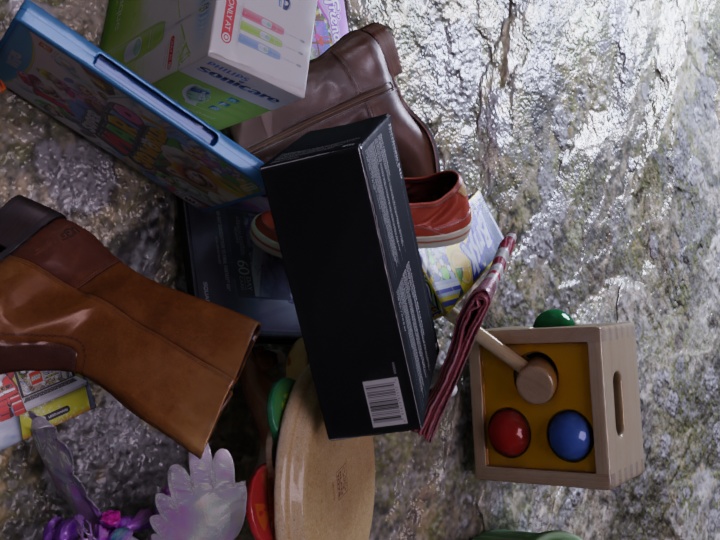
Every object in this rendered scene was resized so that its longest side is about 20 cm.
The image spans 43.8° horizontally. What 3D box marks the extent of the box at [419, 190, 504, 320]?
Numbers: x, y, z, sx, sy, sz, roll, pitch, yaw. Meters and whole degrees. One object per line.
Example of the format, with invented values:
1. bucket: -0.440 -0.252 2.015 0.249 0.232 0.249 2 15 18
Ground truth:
1. box: 0.079 -0.012 0.882 0.071 0.064 0.200 60 32 -6

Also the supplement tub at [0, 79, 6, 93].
1. supplement tub: -0.320 -0.172 0.552 0.123 0.121 0.202 -48 116 -33

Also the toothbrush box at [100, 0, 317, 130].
1. toothbrush box: -0.120 -0.192 0.680 0.085 0.198 0.149 16 76 -39

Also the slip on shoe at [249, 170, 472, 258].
1. slip on shoe: 0.001 -0.051 0.770 0.195 0.075 0.062 -7 122 -7

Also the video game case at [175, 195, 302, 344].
1. video game case: -0.064 -0.005 0.791 0.196 0.019 0.146 5 63 -36

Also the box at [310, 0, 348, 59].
1. box: -0.066 -0.188 0.832 0.135 0.039 0.205 -12 94 -42

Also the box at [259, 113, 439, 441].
1. box: 0.000 0.000 0.670 0.141 0.077 0.205 -54 133 -68

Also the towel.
1. towel: 0.099 0.050 0.815 0.200 0.022 0.147 -46 159 -67

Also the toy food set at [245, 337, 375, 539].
1. toy food set: -0.036 0.167 0.713 0.198 0.047 0.205 -57 141 -61

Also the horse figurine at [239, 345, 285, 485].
1. horse figurine: -0.056 0.172 0.799 0.130 0.050 0.205 11 82 -33

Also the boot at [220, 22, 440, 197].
1. boot: -0.026 -0.103 0.798 0.199 0.064 0.190 -35 109 -34

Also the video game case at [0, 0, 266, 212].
1. video game case: -0.168 -0.108 0.649 0.198 0.142 0.018 34 72 -25

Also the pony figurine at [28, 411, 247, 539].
1. pony figurine: -0.167 0.207 0.628 0.196 0.163 0.202 89 19 -46

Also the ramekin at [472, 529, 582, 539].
1. ramekin: 0.171 0.376 0.953 0.197 0.097 0.206 5 83 -41

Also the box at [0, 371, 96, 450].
1. box: -0.293 0.066 0.609 0.198 0.037 0.140 -22 101 -40

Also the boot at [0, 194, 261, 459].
1. boot: -0.186 0.069 0.581 0.197 0.069 0.190 30 51 -1

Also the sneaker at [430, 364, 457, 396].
1. sneaker: 0.025 0.075 0.873 0.198 0.074 0.083 29 59 -37

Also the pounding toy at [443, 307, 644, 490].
1. pounding toy: 0.184 0.119 0.950 0.141 0.181 0.206 -1 86 -53
